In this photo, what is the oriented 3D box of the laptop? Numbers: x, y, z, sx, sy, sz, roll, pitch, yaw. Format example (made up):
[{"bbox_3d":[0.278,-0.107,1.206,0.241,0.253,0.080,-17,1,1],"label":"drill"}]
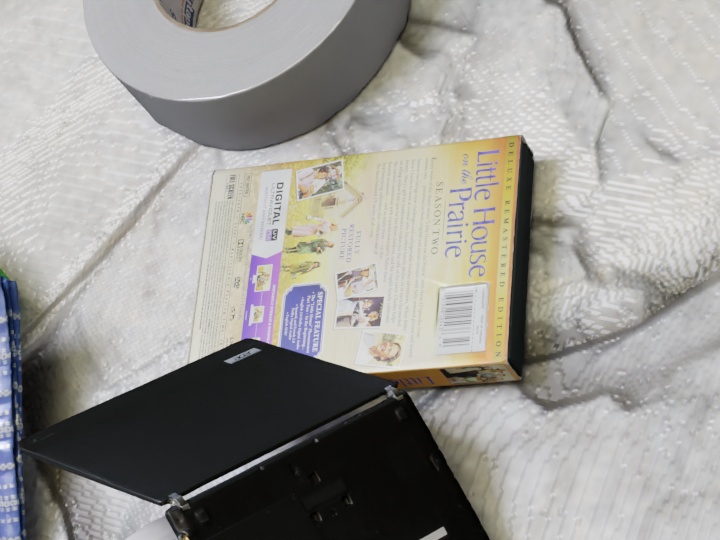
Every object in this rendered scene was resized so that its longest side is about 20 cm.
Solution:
[{"bbox_3d":[-0.048,0.131,1.159,0.103,0.177,0.200,-36,81,48],"label":"laptop"}]

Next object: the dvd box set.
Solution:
[{"bbox_3d":[0.000,0.000,1.281,0.200,0.029,0.147,-6,63,21],"label":"dvd box set"}]

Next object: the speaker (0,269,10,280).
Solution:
[{"bbox_3d":[-0.307,0.057,1.355,0.200,0.088,0.088,-45,56,-3],"label":"speaker"}]

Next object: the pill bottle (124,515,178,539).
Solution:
[{"bbox_3d":[-0.056,0.227,1.141,0.112,0.112,0.200,-40,56,0],"label":"pill bottle"}]

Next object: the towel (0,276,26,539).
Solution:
[{"bbox_3d":[-0.268,0.103,1.291,0.144,0.024,0.201,-4,84,6],"label":"towel"}]

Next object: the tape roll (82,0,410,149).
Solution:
[{"bbox_3d":[-0.071,-0.178,1.384,0.200,0.066,0.201,-10,62,19],"label":"tape roll"}]
